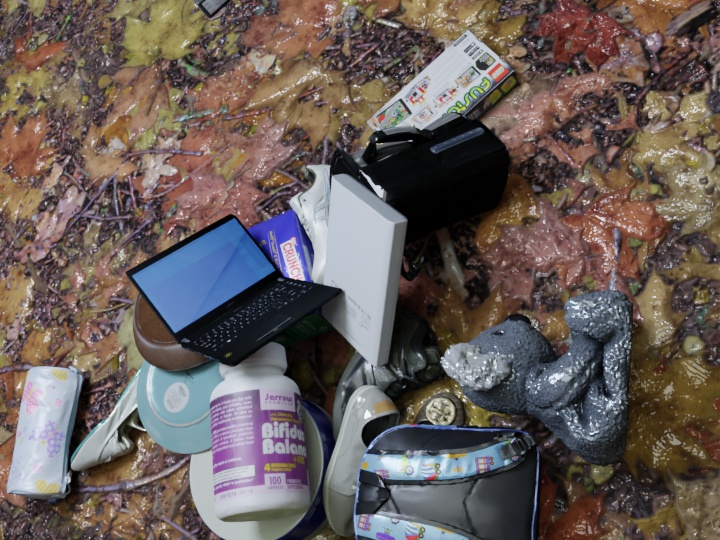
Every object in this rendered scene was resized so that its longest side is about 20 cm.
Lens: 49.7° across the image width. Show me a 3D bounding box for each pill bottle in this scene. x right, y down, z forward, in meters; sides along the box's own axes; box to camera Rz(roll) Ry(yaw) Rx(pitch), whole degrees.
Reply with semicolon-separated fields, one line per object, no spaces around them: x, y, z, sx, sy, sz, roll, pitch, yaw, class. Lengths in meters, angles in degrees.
-0.123;0.192;0.936;0.112;0.112;0.200;-16;66;18;pill bottle

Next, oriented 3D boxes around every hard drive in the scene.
0.000;0.000;0.948;0.027;0.200;0.132;-15;37;-30;hard drive

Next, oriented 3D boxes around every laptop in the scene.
-0.160;0.016;0.977;0.177;0.103;0.200;-35;27;-31;laptop

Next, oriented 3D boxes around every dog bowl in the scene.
-0.121;0.258;1.020;0.200;0.079;0.200;-8;68;21;dog bowl

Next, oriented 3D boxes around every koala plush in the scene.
0.198;0.118;0.877;0.200;0.177;0.184;3;78;18;koala plush

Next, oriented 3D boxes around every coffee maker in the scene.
0.088;-0.097;0.998;0.200;0.135;0.192;-23;79;-23;coffee maker

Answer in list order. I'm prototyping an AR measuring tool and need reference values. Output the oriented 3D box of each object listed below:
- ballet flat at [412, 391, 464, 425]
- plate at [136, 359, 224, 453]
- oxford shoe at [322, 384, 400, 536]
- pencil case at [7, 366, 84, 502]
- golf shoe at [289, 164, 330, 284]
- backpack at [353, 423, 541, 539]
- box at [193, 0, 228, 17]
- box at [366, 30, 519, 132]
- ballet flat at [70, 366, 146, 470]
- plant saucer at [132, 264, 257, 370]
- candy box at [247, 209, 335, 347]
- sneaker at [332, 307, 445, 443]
0.068;0.241;0.961;0.067;0.046;0.200;26;83;29;ballet flat
-0.228;0.145;1.052;0.200;0.026;0.201;-9;67;22;plate
0.003;0.239;0.943;0.058;0.075;0.200;27;110;46;oxford shoe
-0.474;0.245;1.178;0.091;0.083;0.200;-10;67;22;pencil case
-0.057;-0.064;1.087;0.097;0.078;0.200;15;56;-5;golf shoe
0.099;0.264;0.874;0.200;0.135;0.183;1;73;14;backpack
-0.245;-0.575;1.403;0.200;0.049;0.161;-40;62;5;box
0.117;-0.244;1.127;0.200;0.035;0.110;-41;61;5;box
-0.346;0.228;1.145;0.069;0.069;0.200;36;87;30;ballet flat
-0.237;0.040;1.073;0.200;0.034;0.201;-13;53;18;plant saucer
-0.150;0.031;1.119;0.200;0.077;0.169;-22;63;16;candy box
0.040;0.145;0.993;0.114;0.076;0.200;15;72;34;sneaker
